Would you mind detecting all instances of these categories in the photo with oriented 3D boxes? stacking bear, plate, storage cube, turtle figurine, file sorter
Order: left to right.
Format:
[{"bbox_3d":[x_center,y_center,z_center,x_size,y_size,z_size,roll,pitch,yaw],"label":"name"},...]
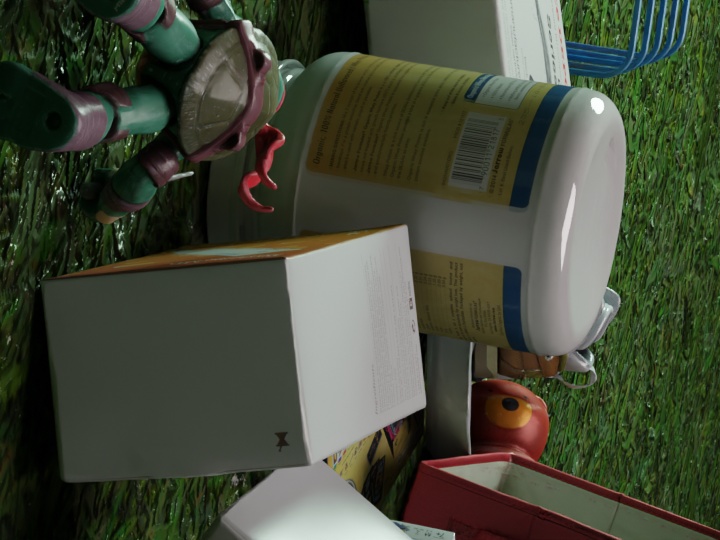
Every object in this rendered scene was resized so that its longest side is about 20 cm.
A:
[{"bbox_3d":[-0.087,-0.092,1.315,0.200,0.100,0.150,8,92,-69],"label":"turtle figurine"},{"bbox_3d":[0.060,0.034,1.928,0.200,0.032,0.200,87,5,-68],"label":"plate"},{"bbox_3d":[0.091,0.169,2.075,0.114,0.121,0.200,101,-1,-60],"label":"stacking bear"},{"bbox_3d":[0.115,0.229,1.841,0.200,0.171,0.180,6,103,-68],"label":"storage cube"},{"bbox_3d":[0.159,-0.211,2.052,0.200,0.122,0.139,-27,125,-71],"label":"file sorter"}]

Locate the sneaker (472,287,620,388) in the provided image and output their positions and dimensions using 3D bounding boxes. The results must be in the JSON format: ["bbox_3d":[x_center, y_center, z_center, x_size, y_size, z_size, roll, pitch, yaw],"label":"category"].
[{"bbox_3d":[0.130,-0.012,2.077,0.075,0.115,0.201,-5,104,-74],"label":"sneaker"}]

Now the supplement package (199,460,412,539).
[{"bbox_3d":[-0.058,0.205,1.382,0.200,0.121,0.120,-51,174,22],"label":"supplement package"}]

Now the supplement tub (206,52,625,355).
[{"bbox_3d":[0.031,-0.039,1.558,0.145,0.199,0.145,10,90,-74],"label":"supplement tub"}]

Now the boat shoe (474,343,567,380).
[{"bbox_3d":[0.114,-0.019,1.979,0.072,0.068,0.200,-85,176,-61],"label":"boat shoe"}]

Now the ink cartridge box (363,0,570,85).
[{"bbox_3d":[0.065,-0.157,1.761,0.200,0.084,0.146,16,67,-74],"label":"ink cartridge box"}]

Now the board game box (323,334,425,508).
[{"bbox_3d":[-0.004,0.093,1.818,0.200,0.035,0.136,-55,151,-57],"label":"board game box"}]

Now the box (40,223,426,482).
[{"bbox_3d":[-0.056,0.037,1.405,0.200,0.124,0.098,-19,103,-73],"label":"box"}]

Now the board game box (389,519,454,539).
[{"bbox_3d":[-0.007,0.230,1.719,0.035,0.126,0.200,-60,154,-52],"label":"board game box"}]
